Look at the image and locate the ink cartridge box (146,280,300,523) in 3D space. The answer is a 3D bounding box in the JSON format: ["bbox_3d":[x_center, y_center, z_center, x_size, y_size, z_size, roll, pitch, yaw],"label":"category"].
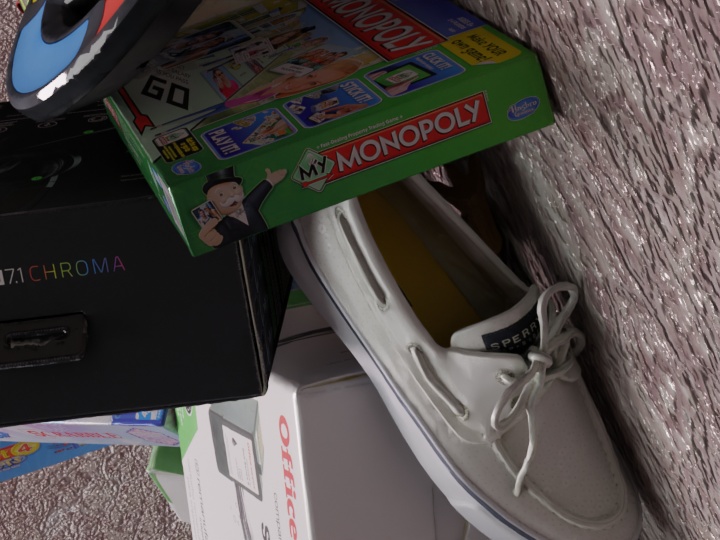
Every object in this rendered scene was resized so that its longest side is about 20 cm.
[{"bbox_3d":[-0.051,0.043,1.129,0.145,0.087,0.200,81,-161,-71],"label":"ink cartridge box"}]

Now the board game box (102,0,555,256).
[{"bbox_3d":[-0.024,-0.069,0.746,0.200,0.134,0.029,-131,21,-66],"label":"board game box"}]

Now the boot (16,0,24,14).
[{"bbox_3d":[-0.169,-0.233,1.255,0.072,0.144,0.200,77,168,-66],"label":"boot"}]

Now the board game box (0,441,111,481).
[{"bbox_3d":[-0.223,0.027,1.196,0.056,0.200,0.196,82,168,-59],"label":"board game box"}]

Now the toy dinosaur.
[{"bbox_3d":[0.049,0.002,0.857,0.200,0.060,0.106,46,174,37],"label":"toy dinosaur"}]

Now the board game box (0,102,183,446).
[{"bbox_3d":[-0.146,-0.004,1.078,0.041,0.199,0.200,31,-117,-46],"label":"board game box"}]

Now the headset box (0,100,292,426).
[{"bbox_3d":[-0.122,-0.011,0.851,0.200,0.174,0.093,-84,-14,-70],"label":"headset box"}]

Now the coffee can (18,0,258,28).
[{"bbox_3d":[-0.150,-0.221,1.141,0.200,0.146,0.146,63,173,15],"label":"coffee can"}]

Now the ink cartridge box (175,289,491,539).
[{"bbox_3d":[-0.018,0.097,0.905,0.200,0.084,0.146,-163,65,-68],"label":"ink cartridge box"}]

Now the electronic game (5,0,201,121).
[{"bbox_3d":[-0.082,-0.148,0.775,0.042,0.200,0.200,31,-173,-22],"label":"electronic game"}]

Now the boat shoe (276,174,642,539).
[{"bbox_3d":[0.055,0.031,0.774,0.202,0.075,0.086,53,147,0],"label":"boat shoe"}]
